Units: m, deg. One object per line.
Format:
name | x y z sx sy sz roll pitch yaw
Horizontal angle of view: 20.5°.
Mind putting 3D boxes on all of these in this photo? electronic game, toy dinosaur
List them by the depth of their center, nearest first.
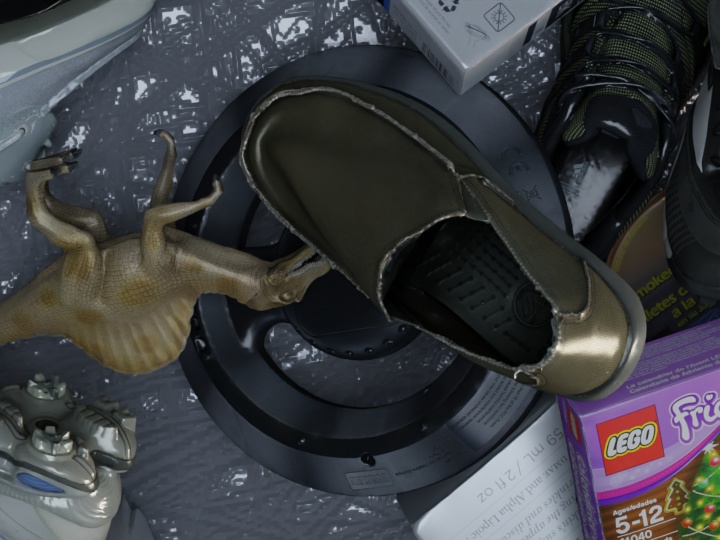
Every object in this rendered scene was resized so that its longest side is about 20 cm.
toy dinosaur | -0.118 0.000 0.868 0.200 0.058 0.101 -13 101 18
electronic game | 0.000 0.000 0.884 0.200 0.042 0.200 -1 89 26

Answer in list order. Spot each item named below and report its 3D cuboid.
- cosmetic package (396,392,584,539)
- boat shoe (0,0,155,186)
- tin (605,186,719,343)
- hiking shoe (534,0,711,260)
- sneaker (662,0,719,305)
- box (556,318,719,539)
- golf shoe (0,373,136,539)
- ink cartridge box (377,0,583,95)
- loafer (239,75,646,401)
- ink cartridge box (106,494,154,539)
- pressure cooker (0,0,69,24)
cosmetic package | 0.117 0.154 0.938 0.102 0.074 0.200 -41 98 1
boat shoe | -0.176 -0.070 0.890 0.201 0.070 0.072 -28 123 -5
tin | 0.204 -0.017 0.910 0.200 0.042 0.112 -36 60 1
hiking shoe | 0.122 -0.079 0.891 0.076 0.101 0.200 18 97 -10
sneaker | 0.170 -0.076 0.853 0.066 0.200 0.091 9 139 22
box | 0.190 0.078 0.862 0.200 0.039 0.137 -18 119 -7
golf shoe | -0.188 0.074 0.868 0.200 0.078 0.097 29 119 31
ink cartridge box | 0.089 -0.174 0.858 0.200 0.039 0.099 -37 80 -8
loafer | 0.025 -0.019 0.810 0.200 0.070 0.075 33 103 23
ink cartridge box | -0.168 0.213 0.913 0.200 0.085 0.145 -24 99 -3
pressure cooker | -0.157 -0.219 0.803 0.178 0.200 0.176 -2 130 5
